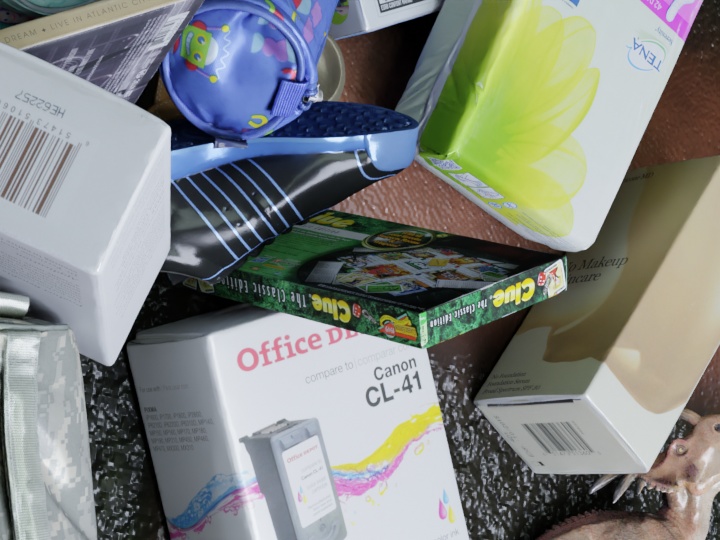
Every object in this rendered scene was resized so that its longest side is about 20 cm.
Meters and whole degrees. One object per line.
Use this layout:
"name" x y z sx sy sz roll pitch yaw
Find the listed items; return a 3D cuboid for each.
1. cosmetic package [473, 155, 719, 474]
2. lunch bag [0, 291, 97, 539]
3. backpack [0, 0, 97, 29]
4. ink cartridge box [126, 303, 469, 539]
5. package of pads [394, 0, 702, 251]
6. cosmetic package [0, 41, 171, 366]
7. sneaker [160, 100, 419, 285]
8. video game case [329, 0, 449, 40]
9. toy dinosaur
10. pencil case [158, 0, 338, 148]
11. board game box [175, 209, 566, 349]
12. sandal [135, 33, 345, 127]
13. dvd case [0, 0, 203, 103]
"cosmetic package" 0.166 0.027 1.214 0.071 0.105 0.200 48 57 -24
"lunch bag" -0.184 0.114 0.884 0.139 0.167 0.202 -5 88 -39
"backpack" -0.187 -0.175 0.934 0.199 0.150 0.179 -30 105 -32
"ink cartridge box" -0.027 0.115 1.062 0.147 0.085 0.201 -17 97 -38
"package of pads" 0.115 -0.128 1.175 0.154 0.068 0.201 32 81 -43
"cosmetic package" -0.140 -0.026 0.861 0.101 0.200 0.074 26 77 0
"sneaker" -0.065 -0.037 1.016 0.199 0.070 0.078 -9 114 -15
"video game case" 0.039 -0.248 1.178 0.199 0.045 0.182 -21 100 -38
"toy dinosaur" 0.149 0.174 1.204 0.199 0.086 0.136 -22 88 -21
"pencil case" -0.046 -0.144 1.025 0.087 0.078 0.200 30 33 -10
"board game box" 0.000 0.000 1.023 0.104 0.199 0.024 -22 113 -37
"sandal" -0.082 -0.095 1.058 0.199 0.054 0.081 -20 97 -34
"dvd case" -0.179 -0.075 0.903 0.199 0.149 0.016 -22 81 -28
